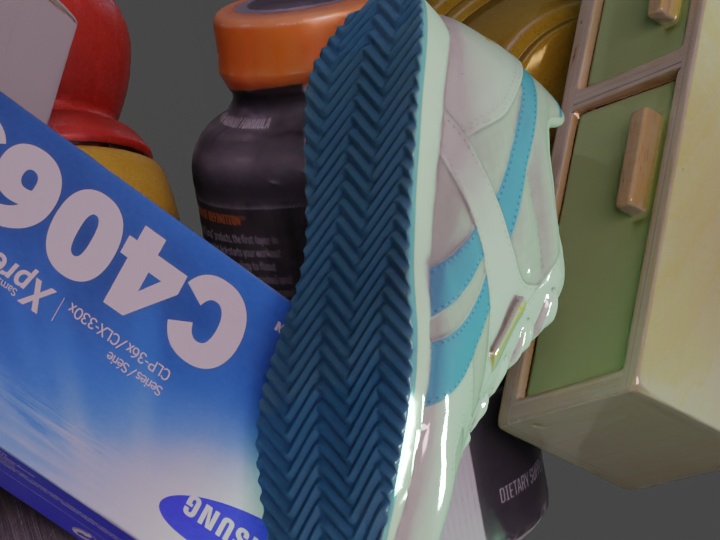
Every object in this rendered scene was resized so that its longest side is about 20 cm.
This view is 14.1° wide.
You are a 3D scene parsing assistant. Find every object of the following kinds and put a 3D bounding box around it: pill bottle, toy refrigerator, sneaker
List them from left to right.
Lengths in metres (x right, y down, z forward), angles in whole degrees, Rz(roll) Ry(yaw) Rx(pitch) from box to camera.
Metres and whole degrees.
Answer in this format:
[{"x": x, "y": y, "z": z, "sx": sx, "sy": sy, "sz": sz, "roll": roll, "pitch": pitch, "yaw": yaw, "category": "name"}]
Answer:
[{"x": 0.000, "y": 0.000, "z": 1.028, "sx": 0.106, "sy": 0.106, "sz": 0.201, "roll": -14, "pitch": 105, "yaw": -14, "category": "pill bottle"}, {"x": 0.023, "y": 0.015, "z": 0.906, "sx": 0.081, "sy": 0.076, "sz": 0.201, "roll": 24, "pitch": 65, "yaw": -35, "category": "sneaker"}, {"x": 0.108, "y": -0.034, "z": 1.007, "sx": 0.070, "sy": 0.076, "sz": 0.201, "roll": 26, "pitch": 64, "yaw": -28, "category": "toy refrigerator"}]

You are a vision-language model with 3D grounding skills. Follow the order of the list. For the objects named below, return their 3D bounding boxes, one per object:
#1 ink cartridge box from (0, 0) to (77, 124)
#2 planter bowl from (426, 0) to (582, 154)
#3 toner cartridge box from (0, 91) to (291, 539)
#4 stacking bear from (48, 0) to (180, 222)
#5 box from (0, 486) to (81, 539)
[{"x": -0.212, "y": -0.044, "z": 0.993, "sx": 0.199, "sy": 0.084, "sz": 0.147, "roll": 8, "pitch": 75, "yaw": 28, "category": "ink cartridge box"}, {"x": 0.088, "y": -0.044, "z": 1.108, "sx": 0.199, "sy": 0.083, "sz": 0.202, "roll": 2, "pitch": 78, "yaw": -11, "category": "planter bowl"}, {"x": -0.079, "y": 0.030, "z": 0.911, "sx": 0.200, "sy": 0.043, "sz": 0.095, "roll": 36, "pitch": 69, "yaw": -20, "category": "toner cartridge box"}, {"x": -0.117, "y": -0.014, "z": 1.047, "sx": 0.113, "sy": 0.121, "sz": 0.201, "roll": 1, "pitch": 76, "yaw": -26, "category": "stacking bear"}, {"x": -0.099, "y": 0.139, "z": 0.921, "sx": 0.199, "sy": 0.048, "sz": 0.159, "roll": 3, "pitch": 55, "yaw": -35, "category": "box"}]
